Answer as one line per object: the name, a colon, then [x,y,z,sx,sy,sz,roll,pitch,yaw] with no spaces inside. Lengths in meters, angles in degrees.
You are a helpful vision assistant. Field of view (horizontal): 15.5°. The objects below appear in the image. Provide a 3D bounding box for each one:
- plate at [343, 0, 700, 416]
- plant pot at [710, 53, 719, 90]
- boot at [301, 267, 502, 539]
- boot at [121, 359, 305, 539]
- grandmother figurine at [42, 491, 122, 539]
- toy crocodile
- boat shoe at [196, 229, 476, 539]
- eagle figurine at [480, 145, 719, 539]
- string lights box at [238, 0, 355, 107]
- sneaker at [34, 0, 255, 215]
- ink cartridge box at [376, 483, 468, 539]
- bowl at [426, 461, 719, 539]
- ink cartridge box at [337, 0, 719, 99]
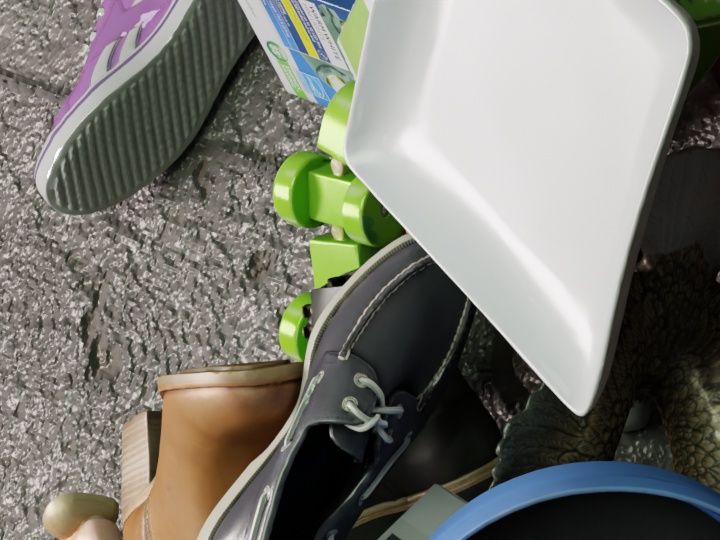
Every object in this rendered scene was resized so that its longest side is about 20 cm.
plate: [0.069,-0.074,1.116,0.200,0.032,0.201,49,141,39]
plant pot: [0.235,-0.123,1.170,0.200,0.200,0.178,-21,73,32]
boot: [-0.015,0.068,1.323,0.200,0.077,0.139,-18,97,39]
boot: [-0.067,0.131,1.277,0.200,0.076,0.156,-33,62,56]
grandmother figurine: [-0.124,0.216,1.396,0.060,0.122,0.200,-16,43,-11]
toy crocodile: [0.000,0.000,1.365,0.067,0.062,0.201,15,114,42]
boat shoe: [0.000,0.075,1.191,0.200,0.073,0.063,-57,25,-1]
eagle figurine: [0.134,0.056,1.226,0.151,0.151,0.201,-17,54,23]
string lights box: [0.028,-0.120,1.373,0.200,0.103,0.059,24,64,42]
sneaker: [-0.133,-0.130,1.541,0.201,0.073,0.114,-51,47,0]
ink cartridge box: [-0.014,0.197,1.211,0.039,0.100,0.200,31,59,30]
bowl: [0.104,0.174,1.172,0.201,0.200,0.039,-47,19,16]
ink cartridge box: [0.075,-0.112,1.200,0.148,0.076,0.200,64,150,22]
